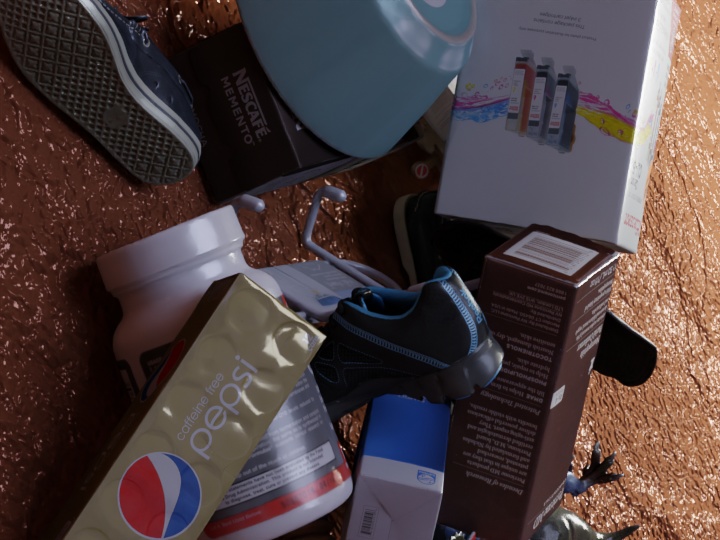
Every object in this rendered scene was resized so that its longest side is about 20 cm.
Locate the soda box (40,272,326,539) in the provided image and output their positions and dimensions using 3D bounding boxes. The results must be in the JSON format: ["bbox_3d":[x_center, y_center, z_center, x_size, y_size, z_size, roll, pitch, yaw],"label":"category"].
[{"bbox_3d":[-0.105,0.102,1.189,0.068,0.064,0.201,36,76,-12],"label":"soda box"}]

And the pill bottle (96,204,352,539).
[{"bbox_3d":[-0.089,0.069,1.291,0.116,0.115,0.202,-25,95,-59],"label":"pill bottle"}]

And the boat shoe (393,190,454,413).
[{"bbox_3d":[0.086,0.028,1.643,0.074,0.066,0.201,4,71,-59],"label":"boat shoe"}]

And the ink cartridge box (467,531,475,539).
[{"bbox_3d":[0.058,0.307,1.367,0.176,0.044,0.202,-46,143,-52],"label":"ink cartridge box"}]

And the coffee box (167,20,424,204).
[{"bbox_3d":[-0.045,-0.126,1.504,0.200,0.079,0.114,-21,90,-60],"label":"coffee box"}]

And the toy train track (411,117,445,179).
[{"bbox_3d":[0.094,-0.037,1.703,0.201,0.032,0.115,57,-6,-21],"label":"toy train track"}]

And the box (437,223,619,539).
[{"bbox_3d":[0.114,0.080,1.414,0.100,0.074,0.202,-32,137,-62],"label":"box"}]

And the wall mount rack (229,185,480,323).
[{"bbox_3d":[0.000,0.000,1.436,0.199,0.173,0.075,-10,125,-59],"label":"wall mount rack"}]

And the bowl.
[{"bbox_3d":[0.009,-0.192,1.454,0.200,0.104,0.202,35,42,-40],"label":"bowl"}]

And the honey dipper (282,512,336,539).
[{"bbox_3d":[-0.046,0.114,1.414,0.038,0.038,0.202,19,57,-53],"label":"honey dipper"}]

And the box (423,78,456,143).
[{"bbox_3d":[0.101,-0.131,1.731,0.199,0.036,0.145,26,26,-49],"label":"box"}]

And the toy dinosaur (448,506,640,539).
[{"bbox_3d":[0.118,0.215,1.470,0.077,0.198,0.103,-146,-144,-75],"label":"toy dinosaur"}]

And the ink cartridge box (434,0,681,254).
[{"bbox_3d":[0.151,-0.122,1.544,0.145,0.143,0.202,8,92,-76],"label":"ink cartridge box"}]

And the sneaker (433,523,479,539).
[{"bbox_3d":[0.098,0.214,1.545,0.200,0.082,0.074,51,37,-24],"label":"sneaker"}]

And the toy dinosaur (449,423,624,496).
[{"bbox_3d":[0.116,0.163,1.578,0.180,0.105,0.202,-3,98,-39],"label":"toy dinosaur"}]

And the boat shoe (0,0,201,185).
[{"bbox_3d":[-0.169,-0.138,1.325,0.200,0.074,0.063,50,31,-40],"label":"boat shoe"}]

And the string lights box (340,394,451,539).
[{"bbox_3d":[0.024,0.139,1.395,0.200,0.058,0.104,-78,179,-65],"label":"string lights box"}]

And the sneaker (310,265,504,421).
[{"bbox_3d":[-0.004,0.049,1.347,0.082,0.198,0.073,66,28,-19],"label":"sneaker"}]

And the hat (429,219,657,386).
[{"bbox_3d":[0.120,0.051,1.522,0.201,0.200,0.081,45,70,-36],"label":"hat"}]
